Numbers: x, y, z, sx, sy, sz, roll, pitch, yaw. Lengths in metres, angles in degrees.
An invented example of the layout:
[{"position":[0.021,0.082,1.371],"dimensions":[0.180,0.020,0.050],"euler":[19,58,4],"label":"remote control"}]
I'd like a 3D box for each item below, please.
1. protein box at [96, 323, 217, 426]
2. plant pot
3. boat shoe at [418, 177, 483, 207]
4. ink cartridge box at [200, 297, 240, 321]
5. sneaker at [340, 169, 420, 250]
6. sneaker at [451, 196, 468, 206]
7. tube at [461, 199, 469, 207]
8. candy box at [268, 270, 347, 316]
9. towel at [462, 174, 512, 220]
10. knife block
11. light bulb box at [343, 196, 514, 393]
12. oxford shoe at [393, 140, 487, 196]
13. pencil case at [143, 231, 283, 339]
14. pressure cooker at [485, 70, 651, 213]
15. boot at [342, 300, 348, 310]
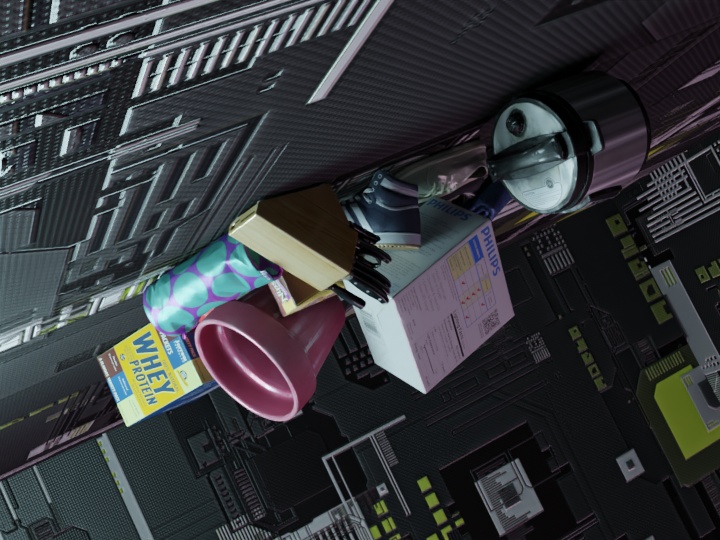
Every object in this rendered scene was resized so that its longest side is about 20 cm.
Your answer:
[{"position":[-0.308,0.154,1.925],"dimensions":[0.199,0.136,0.198],"euler":[-30,173,32],"label":"protein box"},{"position":[-0.123,0.099,1.689],"dimensions":[0.179,0.200,0.200],"euler":[-46,-174,-33],"label":"plant pot"},{"position":[0.123,-0.116,1.719],"dimensions":[0.072,0.063,0.199],"euler":[26,-144,36],"label":"boat shoe"},{"position":[-0.198,0.046,1.808],"dimensions":[0.199,0.068,0.116],"euler":[-22,172,-33],"label":"ink cartridge box"},{"position":[-0.011,-0.088,1.547],"dimensions":[0.198,0.110,0.070],"euler":[4,178,4],"label":"sneaker"},{"position":[0.098,-0.098,1.928],"dimensions":[0.199,0.079,0.095],"euler":[-28,152,6],"label":"sneaker"},{"position":[0.134,-0.038,1.876],"dimensions":[0.200,0.078,0.050],"euler":[-43,-155,-14],"label":"tube"},{"position":[-0.050,-0.023,1.633],"dimensions":[0.199,0.117,0.056],"euler":[-23,173,-30],"label":"candy box"},{"position":[0.240,-0.145,1.838],"dimensions":[0.200,0.049,0.112],"euler":[-49,-175,-30],"label":"towel"},{"position":[-0.051,-0.015,1.410],"dimensions":[0.064,0.177,0.199],"euler":[-33,171,41],"label":"knife block"},{"position":[0.104,0.034,1.629],"dimensions":[0.200,0.199,0.124],"euler":[-38,-139,-22],"label":"light bulb box"},{"position":[0.113,-0.139,1.637],"dimensions":[0.199,0.058,0.075],"euler":[-22,175,-26],"label":"oxford shoe"},{"position":[-0.194,0.015,1.463],"dimensions":[0.199,0.092,0.085],"euler":[-28,-149,27],"label":"pencil case"},{"position":[0.275,-0.173,1.510],"dimensions":[0.199,0.179,0.177],"euler":[-22,142,-34],"label":"pressure cooker"},{"position":[-0.055,0.010,1.996],"dimensions":[0.174,0.199,0.069],"euler":[-52,141,-18],"label":"boot"}]
